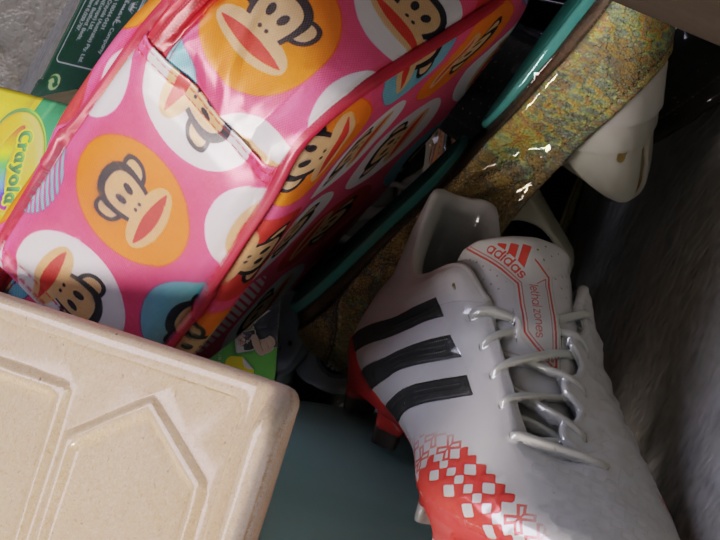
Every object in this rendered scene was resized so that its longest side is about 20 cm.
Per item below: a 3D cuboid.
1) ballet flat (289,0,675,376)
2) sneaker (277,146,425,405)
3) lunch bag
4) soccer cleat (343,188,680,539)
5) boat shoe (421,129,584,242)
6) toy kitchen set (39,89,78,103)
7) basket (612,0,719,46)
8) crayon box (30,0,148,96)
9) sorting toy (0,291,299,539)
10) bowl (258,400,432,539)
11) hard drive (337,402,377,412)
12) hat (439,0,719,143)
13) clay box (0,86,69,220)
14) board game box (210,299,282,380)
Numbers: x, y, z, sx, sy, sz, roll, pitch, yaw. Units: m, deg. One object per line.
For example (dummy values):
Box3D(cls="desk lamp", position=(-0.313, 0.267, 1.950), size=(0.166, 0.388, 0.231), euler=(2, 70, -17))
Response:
Box3D(cls="ballet flat", position=(0.058, -0.032, 1.003), size=(0.200, 0.071, 0.071), euler=(-48, 17, 22))
Box3D(cls="sneaker", position=(0.000, 0.000, 1.196), size=(0.201, 0.074, 0.089), euler=(101, 169, -46))
Box3D(cls="lunch bag", position=(-0.026, -0.047, 0.984), size=(0.176, 0.082, 0.200), euler=(-34, -12, -49))
Box3D(cls="soccer cleat", position=(0.047, 0.037, 0.900), size=(0.200, 0.068, 0.086), euler=(-131, 57, -65))
Box3D(cls="boat shoe", position=(0.061, -0.052, 1.115), size=(0.068, 0.072, 0.201), euler=(-36, 38, 54))
Box3D(cls="toy kitchen set", position=(-0.065, -0.029, 1.364), size=(0.181, 0.198, 0.164), euler=(-99, -3, -69))
Box3D(cls="basket", position=(0.090, -0.147, 0.880), size=(0.180, 0.199, 0.137), euler=(-49, 18, 45))
Box3D(cls="crayon box", position=(-0.055, -0.088, 1.446), size=(0.051, 0.200, 0.126), euler=(15, 75, 43))
Box3D(cls="sorting toy", position=(-0.101, 0.107, 0.908), size=(0.199, 0.036, 0.186), euler=(15, 86, 49))
Box3D(cls="bowl", position=(-0.052, 0.119, 0.969), size=(0.200, 0.105, 0.202), euler=(-32, 41, 32))
Box3D(cls="hard drive", position=(-0.070, 0.116, 1.202), size=(0.132, 0.025, 0.200), euler=(-27, -10, -36))
Box3D(cls="hat", position=(0.098, -0.130, 1.057), size=(0.199, 0.081, 0.202), euler=(-4, 84, 34))
Box3D(cls="clay box", position=(-0.131, 0.050, 1.064), size=(0.201, 0.047, 0.115), euler=(-68, -29, -15))
Box3D(cls="board game box", position=(-0.047, -0.035, 1.183), size=(0.135, 0.029, 0.202), euler=(162, 112, -84))
